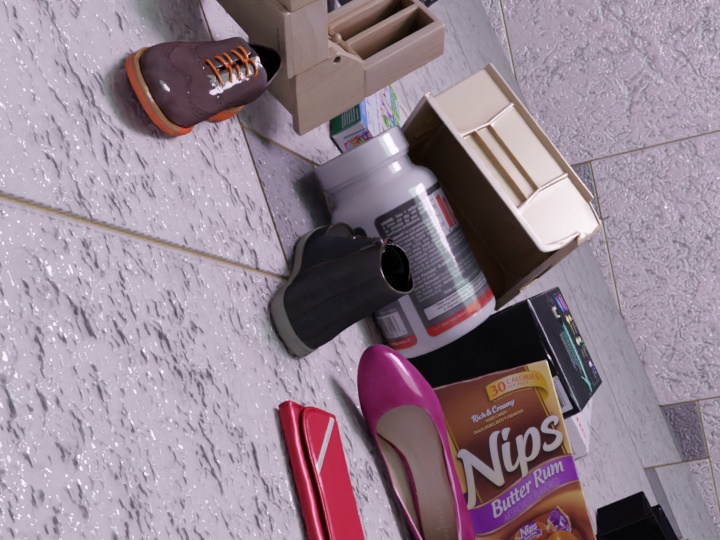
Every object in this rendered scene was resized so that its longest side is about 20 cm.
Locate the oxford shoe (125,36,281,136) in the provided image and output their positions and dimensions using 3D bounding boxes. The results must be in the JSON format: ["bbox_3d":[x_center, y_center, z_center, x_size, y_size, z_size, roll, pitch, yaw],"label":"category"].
[{"bbox_3d":[-0.117,-0.154,0.856,0.072,0.072,0.200,62,18,-7],"label":"oxford shoe"}]

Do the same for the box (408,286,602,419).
[{"bbox_3d":[0.159,0.107,1.183,0.126,0.147,0.200,65,18,5],"label":"box"}]

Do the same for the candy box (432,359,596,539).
[{"bbox_3d":[0.141,0.196,1.023,0.057,0.115,0.203,79,-3,-76],"label":"candy box"}]

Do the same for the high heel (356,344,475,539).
[{"bbox_3d":[0.046,0.163,0.924,0.096,0.066,0.203,-95,168,-71],"label":"high heel"}]

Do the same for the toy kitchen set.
[{"bbox_3d":[-0.038,-0.275,0.997,0.163,0.179,0.201,48,-23,28],"label":"toy kitchen set"}]

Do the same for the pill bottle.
[{"bbox_3d":[0.041,-0.029,1.075,0.203,0.114,0.116,64,18,-6],"label":"pill bottle"}]

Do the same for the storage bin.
[{"bbox_3d":[0.117,-0.069,1.134,0.093,0.200,0.200,-32,82,-29],"label":"storage bin"}]

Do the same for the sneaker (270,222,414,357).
[{"bbox_3d":[0.000,0.000,0.937,0.075,0.105,0.201,59,19,-16],"label":"sneaker"}]

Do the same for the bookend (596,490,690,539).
[{"bbox_3d":[0.425,0.403,1.650,0.201,0.091,0.200,60,18,-14],"label":"bookend"}]

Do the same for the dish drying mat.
[{"bbox_3d":[-0.014,0.193,0.792,0.077,0.018,0.203,35,35,-59],"label":"dish drying mat"}]

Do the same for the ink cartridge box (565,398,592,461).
[{"bbox_3d":[0.235,0.154,1.445,0.148,0.082,0.200,63,17,-6],"label":"ink cartridge box"}]

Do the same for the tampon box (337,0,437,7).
[{"bbox_3d":[0.003,-0.399,1.370,0.150,0.125,0.201,53,7,-34],"label":"tampon box"}]

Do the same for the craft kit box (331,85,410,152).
[{"bbox_3d":[0.028,-0.158,1.329,0.198,0.048,0.202,49,24,-35],"label":"craft kit box"}]
